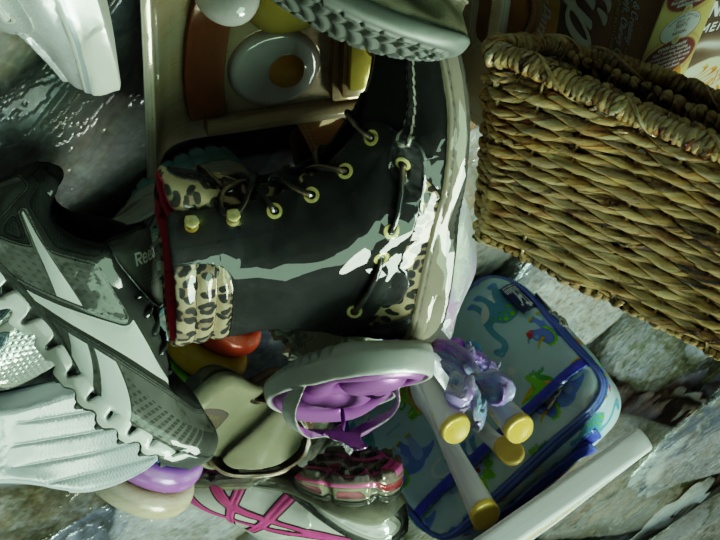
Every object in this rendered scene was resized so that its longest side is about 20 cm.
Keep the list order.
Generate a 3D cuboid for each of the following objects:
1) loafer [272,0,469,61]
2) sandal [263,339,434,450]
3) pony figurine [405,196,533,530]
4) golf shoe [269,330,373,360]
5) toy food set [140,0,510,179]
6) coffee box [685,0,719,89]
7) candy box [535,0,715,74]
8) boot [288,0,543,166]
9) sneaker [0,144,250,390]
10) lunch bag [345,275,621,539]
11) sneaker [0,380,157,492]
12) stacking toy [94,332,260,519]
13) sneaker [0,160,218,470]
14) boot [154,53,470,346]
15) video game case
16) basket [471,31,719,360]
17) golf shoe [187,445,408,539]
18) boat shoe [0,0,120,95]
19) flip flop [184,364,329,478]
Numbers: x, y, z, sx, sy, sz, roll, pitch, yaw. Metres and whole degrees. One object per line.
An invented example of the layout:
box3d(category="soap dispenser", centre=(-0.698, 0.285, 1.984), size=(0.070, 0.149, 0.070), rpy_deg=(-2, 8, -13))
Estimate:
box3d(category="loafer", centre=(-0.032, -0.161, 0.654), size=(0.070, 0.200, 0.075), rpy_deg=(-61, -172, -2))
box3d(category="sandal", centre=(-0.011, 0.078, 0.832), size=(0.082, 0.050, 0.203), rpy_deg=(0, 166, -9))
box3d(category="pony figurine", centre=(0.042, 0.060, 1.041), size=(0.166, 0.200, 0.193), rpy_deg=(-29, 134, -9))
box3d(category="golf shoe", centre=(0.000, 0.000, 0.900), size=(0.097, 0.078, 0.200), rpy_deg=(-53, 169, -32))
box3d(category="toy food set", centre=(-0.017, -0.123, 0.760), size=(0.200, 0.060, 0.144), rpy_deg=(-9, 131, -15))
box3d(category="coffee box", centre=(0.205, -0.144, 1.024), size=(0.114, 0.080, 0.200), rpy_deg=(-18, 144, -34))
box3d(category="candy box", centre=(0.149, -0.148, 0.920), size=(0.055, 0.115, 0.200), rpy_deg=(-22, 146, -30))
box3d(category="boot", centre=(0.021, -0.131, 0.858), size=(0.155, 0.077, 0.200), rpy_deg=(-28, 156, -13))
box3d(category="sneaker", centre=(-0.137, 0.010, 0.841), size=(0.200, 0.086, 0.078), rpy_deg=(-37, 150, -4))
box3d(category="lunch bag", centre=(0.100, 0.116, 1.177), size=(0.200, 0.161, 0.082), rpy_deg=(-42, 151, 5))
box3d(category="sneaker", centre=(-0.213, 0.094, 0.884), size=(0.200, 0.071, 0.073), rpy_deg=(3, 104, -39))
box3d(category="stacking toy", centre=(-0.111, 0.066, 0.963), size=(0.085, 0.085, 0.200), rpy_deg=(3, 124, -50))
box3d(category="sneaker", centre=(-0.134, 0.022, 0.781), size=(0.090, 0.200, 0.066), rpy_deg=(-41, -165, 6))
box3d(category="boot", centre=(-0.027, -0.047, 0.738), size=(0.150, 0.073, 0.200), rpy_deg=(-5, 122, -14))
box3d(category="video game case", centre=(0.110, 0.204, 1.095), size=(0.200, 0.023, 0.182), rpy_deg=(-29, 165, -26))
box3d(category="basket", centre=(0.176, -0.068, 0.793), size=(0.143, 0.200, 0.149), rpy_deg=(-45, 150, -33))
box3d(category="golf shoe", centre=(-0.061, 0.173, 1.050), size=(0.073, 0.200, 0.092), rpy_deg=(-30, 119, -59))
box3d(category="boat shoe", centre=(-0.157, -0.142, 0.639), size=(0.068, 0.072, 0.200), rpy_deg=(-15, 155, 0))
box3d(category="flip flop", centre=(-0.065, 0.103, 0.937), size=(0.081, 0.058, 0.200), rpy_deg=(-58, 159, 2))
